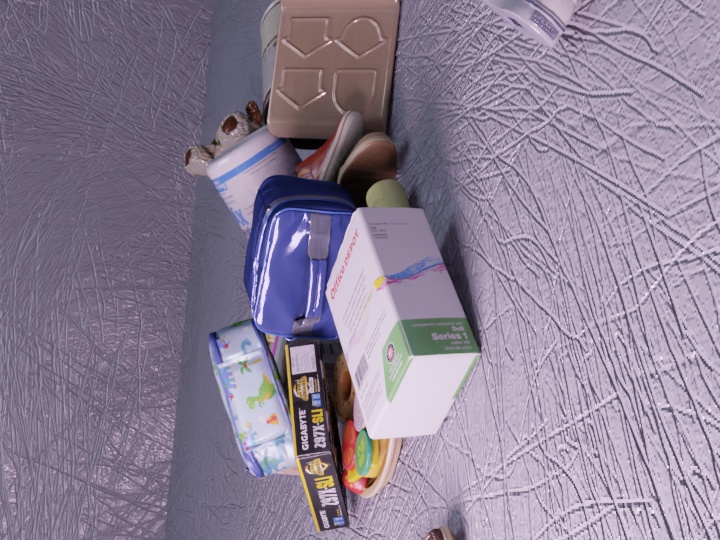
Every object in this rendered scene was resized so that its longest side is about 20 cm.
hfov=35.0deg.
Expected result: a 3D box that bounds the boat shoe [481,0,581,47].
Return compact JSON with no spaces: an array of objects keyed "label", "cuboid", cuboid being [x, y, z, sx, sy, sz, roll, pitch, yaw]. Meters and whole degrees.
[{"label":"boat shoe","cuboid":[0.153,-0.261,1.048,0.070,0.071,0.200,-51,19,10]}]

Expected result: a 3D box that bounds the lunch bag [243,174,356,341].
[{"label":"lunch bag","cuboid":[-0.073,-0.006,1.448,0.133,0.134,0.203,-115,32,-64]}]

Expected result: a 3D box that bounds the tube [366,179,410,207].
[{"label":"tube","cuboid":[0.049,-0.024,1.341,0.058,0.051,0.202,49,-161,-45]}]

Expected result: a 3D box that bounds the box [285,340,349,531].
[{"label":"box","cuboid":[-0.053,0.212,1.442,0.201,0.049,0.161,81,179,-53]}]

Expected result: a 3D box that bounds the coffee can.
[{"label":"coffee can","cuboid":[-0.081,-0.309,1.752,0.147,0.144,0.202,114,157,-47]}]

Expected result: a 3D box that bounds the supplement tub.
[{"label":"supplement tub","cuboid":[-0.124,-0.102,1.678,0.202,0.131,0.132,59,169,-11]}]

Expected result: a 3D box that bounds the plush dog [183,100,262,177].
[{"label":"plush dog","cuboid":[-0.273,-0.279,2.536,0.199,0.160,0.173,-33,30,34]}]

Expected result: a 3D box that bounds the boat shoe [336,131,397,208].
[{"label":"boat shoe","cuboid":[-0.001,-0.128,1.522,0.201,0.070,0.065,118,154,-55]}]

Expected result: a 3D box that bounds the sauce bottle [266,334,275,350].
[{"label":"sauce bottle","cuboid":[-0.128,0.115,1.898,0.066,0.065,0.203,-166,82,-75]}]

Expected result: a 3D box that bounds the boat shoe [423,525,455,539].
[{"label":"boat shoe","cuboid":[0.047,0.342,1.136,0.072,0.071,0.202,-110,31,-59]}]

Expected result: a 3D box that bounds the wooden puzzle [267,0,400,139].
[{"label":"wooden puzzle","cuboid":[-0.034,-0.283,1.590,0.046,0.183,0.203,5,-91,-66]}]

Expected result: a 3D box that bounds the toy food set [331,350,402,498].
[{"label":"toy food set","cuboid":[0.008,0.174,1.399,0.198,0.048,0.203,128,146,-62]}]

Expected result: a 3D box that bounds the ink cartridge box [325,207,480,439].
[{"label":"ink cartridge box","cuboid":[0.039,0.053,1.215,0.146,0.083,0.202,113,148,-45]}]

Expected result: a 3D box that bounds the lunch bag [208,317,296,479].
[{"label":"lunch bag","cuboid":[-0.135,0.166,1.504,0.161,0.081,0.203,160,91,-89]}]

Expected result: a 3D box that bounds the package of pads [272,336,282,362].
[{"label":"package of pads","cuboid":[-0.092,0.136,1.748,0.155,0.067,0.203,-115,34,-64]}]

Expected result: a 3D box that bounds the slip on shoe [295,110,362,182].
[{"label":"slip on shoe","cuboid":[-0.058,-0.135,1.557,0.201,0.061,0.074,-60,-13,29]}]

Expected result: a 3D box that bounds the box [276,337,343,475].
[{"label":"box","cuboid":[-0.082,0.191,1.640,0.078,0.093,0.202,-110,29,-58]}]
